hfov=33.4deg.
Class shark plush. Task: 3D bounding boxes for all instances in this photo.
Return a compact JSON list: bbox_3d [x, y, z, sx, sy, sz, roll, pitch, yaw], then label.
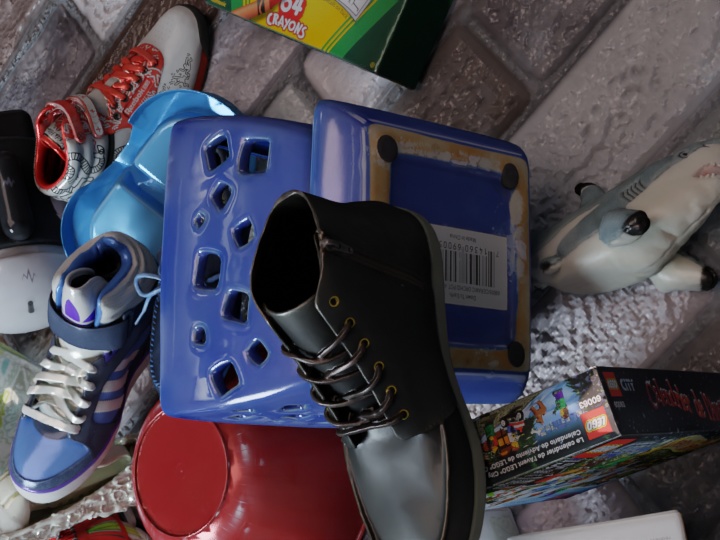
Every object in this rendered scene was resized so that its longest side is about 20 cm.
[{"bbox_3d":[0.157,-0.023,0.793,0.200,0.091,0.084,-28,45,52],"label":"shark plush"}]

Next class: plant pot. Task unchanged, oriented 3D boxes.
[{"bbox_3d":[0.000,0.000,0.776,0.179,0.200,0.201,-9,78,48],"label":"plant pot"}]

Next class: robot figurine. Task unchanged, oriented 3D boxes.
[{"bbox_3d":[-0.315,-0.043,1.085,0.124,0.150,0.201,-21,73,19],"label":"robot figurine"}]

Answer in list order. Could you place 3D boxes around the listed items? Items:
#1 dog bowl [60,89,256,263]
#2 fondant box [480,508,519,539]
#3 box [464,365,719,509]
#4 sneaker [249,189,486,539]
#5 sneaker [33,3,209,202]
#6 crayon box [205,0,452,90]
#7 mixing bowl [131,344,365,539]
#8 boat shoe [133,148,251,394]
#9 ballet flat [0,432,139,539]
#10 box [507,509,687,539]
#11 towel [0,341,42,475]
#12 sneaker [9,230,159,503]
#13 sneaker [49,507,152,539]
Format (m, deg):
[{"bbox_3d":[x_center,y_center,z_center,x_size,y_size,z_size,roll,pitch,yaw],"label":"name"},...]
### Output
[{"bbox_3d":[-0.163,-0.065,0.995,0.111,0.050,0.200,39,110,-6],"label":"dog bowl"},{"bbox_3d":[0.034,0.266,0.818,0.200,0.058,0.145,-31,65,30],"label":"fondant box"},{"bbox_3d":[0.125,0.099,0.687,0.136,0.200,0.038,-28,69,31],"label":"box"},{"bbox_3d":[-0.003,0.061,0.594,0.075,0.106,0.201,-19,74,33],"label":"sneaker"},{"bbox_3d":[-0.209,-0.145,1.033,0.067,0.108,0.202,33,102,35],"label":"sneaker"},{"bbox_3d":[-0.010,-0.256,0.933,0.200,0.058,0.173,29,100,36],"label":"crayon box"},{"bbox_3d":[-0.100,0.152,0.905,0.200,0.108,0.201,-6,80,37],"label":"mixing bowl"},{"bbox_3d":[-0.128,-0.002,0.889,0.084,0.069,0.201,-5,61,12],"label":"boat shoe"},{"bbox_3d":[-0.256,0.178,0.964,0.072,0.200,0.072,37,137,44],"label":"ballet flat"},{"bbox_3d":[0.152,0.244,0.675,0.097,0.124,0.201,-11,75,11],"label":"box"},{"bbox_3d":[-0.343,0.153,1.040,0.171,0.048,0.200,23,56,23],"label":"towel"},{"bbox_3d":[-0.218,0.063,0.904,0.080,0.147,0.200,22,66,18],"label":"sneaker"},{"bbox_3d":[-0.227,0.230,1.001,0.200,0.085,0.077,31,100,36],"label":"sneaker"}]
